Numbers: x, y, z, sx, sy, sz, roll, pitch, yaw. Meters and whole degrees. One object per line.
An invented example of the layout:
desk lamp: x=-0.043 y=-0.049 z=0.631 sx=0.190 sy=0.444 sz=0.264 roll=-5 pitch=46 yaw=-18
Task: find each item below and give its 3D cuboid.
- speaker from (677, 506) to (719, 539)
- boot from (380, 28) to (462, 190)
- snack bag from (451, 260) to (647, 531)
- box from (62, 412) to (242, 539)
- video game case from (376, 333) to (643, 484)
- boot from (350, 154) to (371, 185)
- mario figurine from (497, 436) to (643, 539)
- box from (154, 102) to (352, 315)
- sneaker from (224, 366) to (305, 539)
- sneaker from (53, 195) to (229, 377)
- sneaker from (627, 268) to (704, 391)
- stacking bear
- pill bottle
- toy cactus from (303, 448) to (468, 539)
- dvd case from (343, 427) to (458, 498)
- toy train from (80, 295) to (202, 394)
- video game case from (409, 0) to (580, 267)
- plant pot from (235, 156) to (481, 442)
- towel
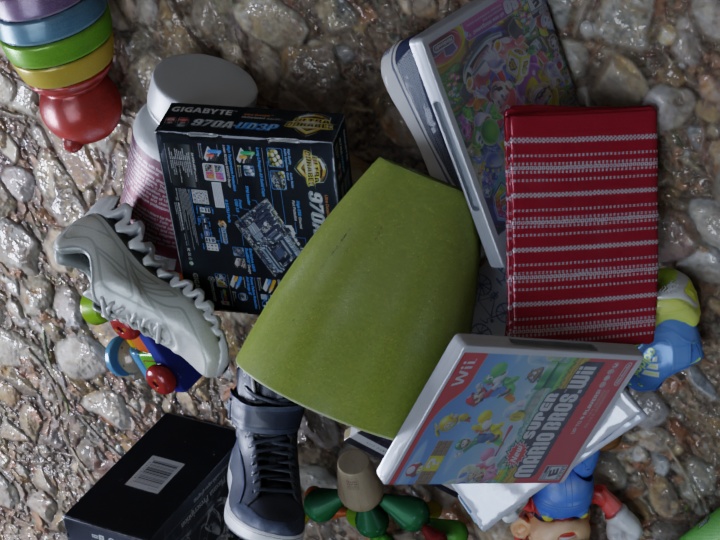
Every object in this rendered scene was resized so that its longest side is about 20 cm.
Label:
speaker: x=0.333 y=0.249 z=1.534 sx=0.088 sy=0.088 sz=0.200 roll=42 pitch=130 yaw=2
boot: x=0.100 y=-0.115 z=1.458 sx=0.090 sy=0.073 sz=0.200 roll=-24 pitch=104 yaw=44
snack bag: x=0.116 y=0.105 z=1.498 sx=0.200 sy=0.021 sz=0.189 roll=-40 pitch=87 yaw=28
box: x=-0.200 y=0.281 z=1.791 sx=0.104 sy=0.200 sz=0.182 roll=12 pitch=124 yaw=23
video game case: x=0.122 y=0.114 z=1.386 sx=0.017 sy=0.200 sz=0.143 roll=53 pitch=126 yaw=40
boot: x=0.001 y=0.000 z=1.589 sx=0.201 sy=0.071 sz=0.144 roll=48 pitch=130 yaw=-9
mario figurine: x=0.191 y=0.220 z=1.577 sx=0.123 sy=0.106 sz=0.200 roll=16 pitch=133 yaw=18
box: x=-0.084 y=-0.048 z=1.509 sx=0.159 sy=0.046 sz=0.200 roll=5 pitch=129 yaw=15
sneaker: x=-0.087 y=0.168 z=1.670 sx=0.077 sy=0.202 sz=0.146 roll=7 pitch=109 yaw=-15
sneaker: x=-0.195 y=0.026 z=1.544 sx=0.200 sy=0.081 sz=0.075 roll=46 pitch=148 yaw=17
sneaker: x=0.207 y=0.068 z=1.506 sx=0.200 sy=0.076 sz=0.105 roll=-14 pitch=111 yaw=34
stacking bear: x=-0.280 y=-0.208 z=1.609 sx=0.114 sy=0.121 sz=0.200 roll=11 pitch=132 yaw=33
pill bottle: x=-0.159 y=-0.091 z=1.599 sx=0.114 sy=0.114 sz=0.200 roll=26 pitch=128 yaw=14
toy cactus: x=0.000 y=0.240 z=1.701 sx=0.200 sy=0.102 sz=0.165 roll=12 pitch=143 yaw=22
dvd case: x=0.104 y=0.144 z=1.605 sx=0.149 sy=0.016 sz=0.200 roll=30 pitch=136 yaw=-29
toy train: x=-0.239 y=0.030 z=1.734 sx=0.116 sy=0.085 sz=0.200 roll=-1 pitch=127 yaw=46
video game case: x=0.123 y=-0.123 z=1.398 sx=0.018 sy=0.143 sz=0.200 roll=2 pitch=120 yaw=49
plant pot: x=0.021 y=0.016 z=1.421 sx=0.187 sy=0.187 sz=0.200 roll=24 pitch=96 yaw=16
towel: x=0.177 y=-0.035 z=1.398 sx=0.022 sy=0.144 sz=0.200 roll=-165 pitch=72 yaw=-64
